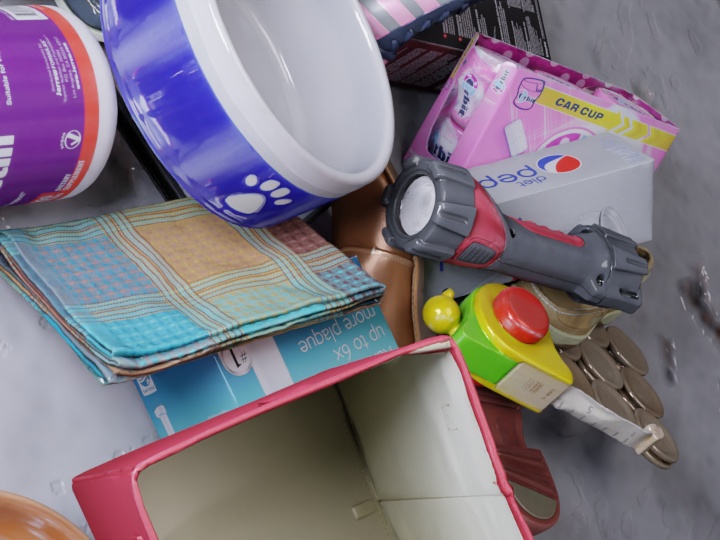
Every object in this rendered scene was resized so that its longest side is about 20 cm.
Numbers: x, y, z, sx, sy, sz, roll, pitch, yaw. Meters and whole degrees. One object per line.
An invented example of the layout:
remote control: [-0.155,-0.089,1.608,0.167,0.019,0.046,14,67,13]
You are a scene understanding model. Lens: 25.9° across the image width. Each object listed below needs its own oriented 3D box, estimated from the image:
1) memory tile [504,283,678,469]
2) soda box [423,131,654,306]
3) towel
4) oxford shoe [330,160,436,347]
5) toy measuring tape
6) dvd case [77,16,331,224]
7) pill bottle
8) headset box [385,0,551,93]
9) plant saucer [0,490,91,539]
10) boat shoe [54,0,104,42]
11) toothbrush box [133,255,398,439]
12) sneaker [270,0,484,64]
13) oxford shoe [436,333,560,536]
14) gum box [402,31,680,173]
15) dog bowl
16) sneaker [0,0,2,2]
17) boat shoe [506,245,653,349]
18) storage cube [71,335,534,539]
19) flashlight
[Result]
memory tile: [0.163,0.063,1.193,0.200,0.017,0.154,34,26,-29]
soda box: [0.114,-0.038,1.128,0.199,0.063,0.069,-15,120,-23]
towel: [-0.102,-0.001,0.926,0.199,0.022,0.147,-15,41,-38]
oxford shoe: [0.000,0.000,1.058,0.071,0.071,0.201,-10,87,-30]
toy measuring tape: [0.125,0.060,1.071,0.199,0.073,0.074,27,55,-23]
dvd case: [-0.101,-0.104,1.051,0.201,0.018,0.143,57,43,-9]
pill bottle: [-0.238,-0.085,0.843,0.199,0.112,0.113,-12,81,-45]
headset box: [0.045,-0.221,1.201,0.199,0.077,0.150,3,70,-42]
plant saucer: [-0.200,0.214,0.803,0.199,0.037,0.201,19,61,-38]
boat shoe: [-0.163,-0.243,1.011,0.075,0.062,0.201,15,57,-32]
toothbrush box: [-0.032,0.113,0.974,0.146,0.085,0.201,-24,91,-46]
sneaker: [0.019,-0.171,1.078,0.070,0.199,0.083,42,40,-85]
oxford shoe: [0.073,0.110,1.092,0.070,0.075,0.201,19,40,-32]
gum box: [0.137,-0.097,1.198,0.199,0.114,0.066,13,24,-40]
dog bowl: [-0.065,-0.130,0.949,0.200,0.079,0.201,42,35,-39]
sneaker: [-0.196,-0.217,0.935,0.199,0.075,0.100,-18,93,-8]
boat shoe: [0.173,0.004,1.184,0.072,0.076,0.200,51,24,9]
storage cube: [-0.030,0.149,0.803,0.199,0.180,0.172,-22,89,-21]
flashlight: [0.107,-0.023,1.056,0.199,0.068,0.068,13,91,-37]
